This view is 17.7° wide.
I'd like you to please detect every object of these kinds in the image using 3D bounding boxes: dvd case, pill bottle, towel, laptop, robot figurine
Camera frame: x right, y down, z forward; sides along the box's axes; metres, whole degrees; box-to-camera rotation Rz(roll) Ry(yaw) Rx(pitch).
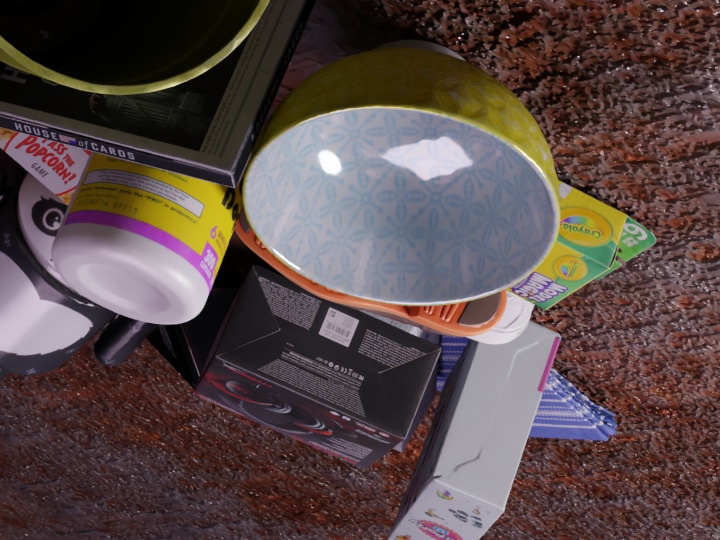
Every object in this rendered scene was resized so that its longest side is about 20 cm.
[{"bbox_3d":[-0.144,-0.139,1.430,0.199,0.151,0.025,15,153,13],"label":"dvd case"},{"bbox_3d":[-0.118,-0.075,1.485,0.103,0.201,0.104,17,157,7],"label":"pill bottle"},{"bbox_3d":[0.104,0.081,1.883,0.144,0.024,0.200,-2,146,46],"label":"towel"},{"bbox_3d":[-0.115,0.013,1.852,0.200,0.116,0.188,44,165,22],"label":"laptop"},{"bbox_3d":[-0.235,0.000,1.728,0.150,0.125,0.200,9,140,-45],"label":"robot figurine"}]

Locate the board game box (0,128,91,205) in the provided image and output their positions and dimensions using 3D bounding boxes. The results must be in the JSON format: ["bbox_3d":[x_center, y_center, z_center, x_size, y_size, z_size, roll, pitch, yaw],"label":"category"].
[{"bbox_3d":[-0.194,-0.097,1.580,0.046,0.152,0.200,-36,134,11],"label":"board game box"}]

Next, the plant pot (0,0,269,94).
[{"bbox_3d":[-0.170,-0.193,1.314,0.200,0.201,0.193,30,168,-22],"label":"plant pot"}]

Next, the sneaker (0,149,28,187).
[{"bbox_3d":[-0.261,-0.083,1.756,0.081,0.078,0.200,-1,150,29],"label":"sneaker"}]

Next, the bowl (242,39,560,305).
[{"bbox_3d":[0.029,-0.078,1.450,0.198,0.108,0.201,5,144,4],"label":"bowl"}]

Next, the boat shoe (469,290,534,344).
[{"bbox_3d":[0.034,-0.010,1.682,0.199,0.072,0.069,26,136,5],"label":"boat shoe"}]

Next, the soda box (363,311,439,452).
[{"bbox_3d":[0.020,0.062,1.813,0.068,0.064,0.200,25,152,13],"label":"soda box"}]

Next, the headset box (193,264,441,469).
[{"bbox_3d":[-0.036,0.076,1.692,0.148,0.075,0.200,24,166,-4],"label":"headset box"}]

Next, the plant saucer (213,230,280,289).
[{"bbox_3d":[-0.137,-0.037,1.808,0.199,0.030,0.200,18,158,8],"label":"plant saucer"}]

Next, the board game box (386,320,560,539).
[{"bbox_3d":[0.086,0.133,1.794,0.064,0.148,0.200,22,158,-1],"label":"board game box"}]

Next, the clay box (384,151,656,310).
[{"bbox_3d":[0.093,-0.035,1.592,0.199,0.048,0.115,27,158,-10],"label":"clay box"}]

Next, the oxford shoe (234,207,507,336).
[{"bbox_3d":[0.000,0.000,1.611,0.199,0.072,0.073,25,166,-8],"label":"oxford shoe"}]
